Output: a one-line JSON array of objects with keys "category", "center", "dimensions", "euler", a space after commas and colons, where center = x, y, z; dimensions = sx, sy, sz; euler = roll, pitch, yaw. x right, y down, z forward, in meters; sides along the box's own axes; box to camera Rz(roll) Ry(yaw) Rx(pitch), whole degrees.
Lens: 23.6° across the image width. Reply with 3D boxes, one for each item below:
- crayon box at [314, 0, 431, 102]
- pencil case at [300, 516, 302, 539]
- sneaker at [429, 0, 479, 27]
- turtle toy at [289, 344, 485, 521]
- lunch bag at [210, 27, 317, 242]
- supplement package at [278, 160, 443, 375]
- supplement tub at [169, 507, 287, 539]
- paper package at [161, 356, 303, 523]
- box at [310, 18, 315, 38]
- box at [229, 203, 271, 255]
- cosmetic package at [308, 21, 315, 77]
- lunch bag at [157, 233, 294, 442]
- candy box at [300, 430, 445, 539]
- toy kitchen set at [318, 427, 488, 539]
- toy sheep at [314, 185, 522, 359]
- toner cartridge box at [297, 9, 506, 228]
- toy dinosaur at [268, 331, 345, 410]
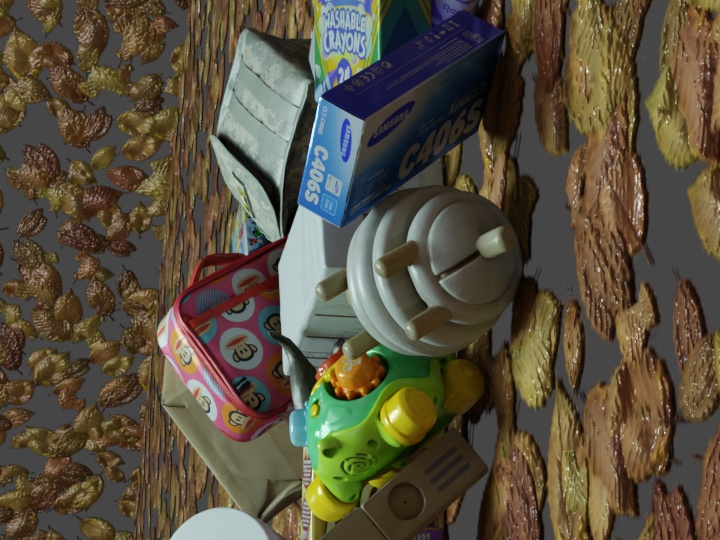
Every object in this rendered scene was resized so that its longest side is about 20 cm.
[{"category": "crayon box", "center": [0.008, -0.235, 1.412], "dimensions": [0.125, 0.051, 0.203], "euler": [19, 111, 62]}, {"category": "pencil case", "center": [-0.013, 0.217, 1.635], "dimensions": [0.087, 0.086, 0.203], "euler": [166, 107, -77]}, {"category": "sneaker", "center": [0.062, -0.278, 1.437], "dimensions": [0.115, 0.072, 0.202], "euler": [114, 146, -50]}, {"category": "turtle toy", "center": [0.020, 0.102, 1.360], "dimensions": [0.101, 0.199, 0.146], "euler": [49, 125, 11]}, {"category": "lunch bag", "center": [-0.076, -0.126, 1.780], "dimensions": [0.164, 0.116, 0.202], "euler": [45, 124, 51]}, {"category": "supplement package", "center": [0.000, 0.000, 1.531], "dimensions": [0.201, 0.116, 0.118], "euler": [114, 155, -58]}, {"category": "supplement tub", "center": [-0.111, 0.332, 1.770], "dimensions": [0.200, 0.130, 0.133], "euler": [54, -151, -59]}, {"category": "paper package", "center": [-0.121, 0.147, 1.858], "dimensions": [0.192, 0.103, 0.200], "euler": [55, -174, -17]}, {"category": "box", "center": [-0.024, -0.252, 1.882], "dimensions": [0.201, 0.041, 0.120], "euler": [104, 164, -50]}, {"category": "box", "center": [-0.152, 0.002, 2.419], "dimensions": [0.137, 0.037, 0.202], "euler": [108, 161, -50]}, {"category": "cosmetic package", "center": [0.010, -0.191, 1.601], "dimensions": [0.201, 0.089, 0.108], "euler": [-102, 23, -58]}, {"category": "lunch bag", "center": [-0.093, 0.054, 1.668], "dimensions": [0.177, 0.199, 0.082], "euler": [51, 140, 12]}, {"category": "candy box", "center": [0.009, 0.226, 1.442], "dimensions": [0.056, 0.115, 0.203], "euler": [150, 121, -76]}, {"category": "toy kitchen set", "center": [0.069, 0.245, 1.269], "dimensions": [0.200, 0.180, 0.163], "euler": [49, 160, 8]}, {"category": "toy sheep", "center": [0.051, 0.001, 1.267], "dimensions": [0.199, 0.136, 0.140], "euler": [-13, 73, 57]}, {"category": "toner cartridge box", "center": [0.033, -0.116, 1.287], "dimensions": [0.200, 0.043, 0.096], "euler": [-37, -32, -46]}, {"category": "toy dinosaur", "center": [-0.006, 0.127, 1.502], "dimensions": [0.103, 0.200, 0.077], "euler": [-57, 27, -12]}]
